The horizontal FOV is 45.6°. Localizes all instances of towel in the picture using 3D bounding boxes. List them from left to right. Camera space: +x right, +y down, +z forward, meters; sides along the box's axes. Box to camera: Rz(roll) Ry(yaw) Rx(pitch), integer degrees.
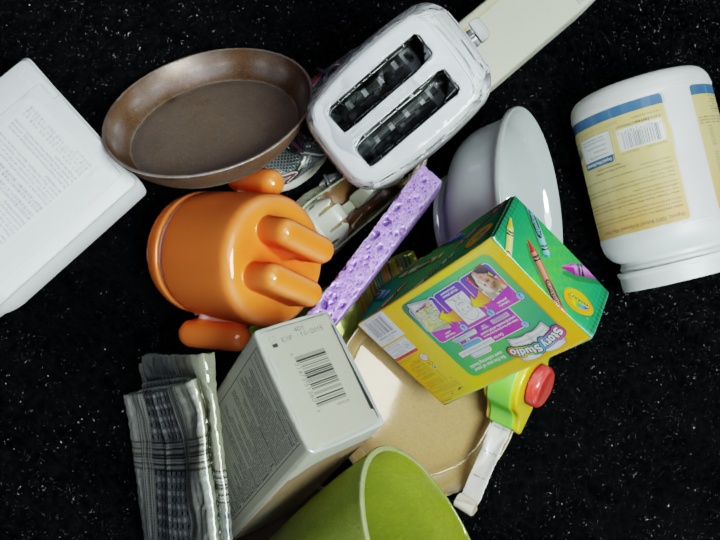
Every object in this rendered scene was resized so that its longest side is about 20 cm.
[{"bbox_3d":[-0.160,0.170,0.734,0.034,0.192,0.204,-3,84,-29],"label":"towel"},{"bbox_3d":[-0.018,0.056,0.859,0.198,0.018,0.087,-24,89,-13],"label":"towel"}]

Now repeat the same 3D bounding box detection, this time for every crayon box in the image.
[{"bbox_3d":[0.101,0.035,0.751,0.119,0.199,0.059,43,49,-10],"label":"crayon box"}]

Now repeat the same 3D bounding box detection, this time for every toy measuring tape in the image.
[{"bbox_3d":[0.133,0.135,0.823,0.073,0.074,0.202,28,83,-8],"label":"toy measuring tape"}]

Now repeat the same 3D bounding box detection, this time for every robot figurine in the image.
[{"bbox_3d":[-0.116,-0.011,0.767,0.116,0.198,0.146,-27,113,-40],"label":"robot figurine"}]

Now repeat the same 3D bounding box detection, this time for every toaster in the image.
[{"bbox_3d":[0.028,-0.145,0.750,0.199,0.129,0.114,-38,94,7],"label":"toaster"}]

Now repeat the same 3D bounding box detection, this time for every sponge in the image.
[{"bbox_3d":[0.000,0.000,0.803,0.030,0.112,0.201,38,76,2],"label":"sponge"}]

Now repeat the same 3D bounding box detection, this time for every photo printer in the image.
[{"bbox_3d":[-0.323,-0.067,0.780,0.200,0.069,0.167,-45,95,-12],"label":"photo printer"}]

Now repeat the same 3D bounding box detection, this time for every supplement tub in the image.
[{"bbox_3d":[0.305,-0.090,0.876,0.142,0.145,0.203,-12,87,-13],"label":"supplement tub"}]

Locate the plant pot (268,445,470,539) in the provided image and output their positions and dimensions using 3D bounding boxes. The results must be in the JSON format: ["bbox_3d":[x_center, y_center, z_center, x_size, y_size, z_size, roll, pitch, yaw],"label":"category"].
[{"bbox_3d":[-0.024,0.268,0.675,0.198,0.187,0.189,-31,91,19],"label":"plant pot"}]

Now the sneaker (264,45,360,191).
[{"bbox_3d":[-0.040,-0.161,0.847,0.081,0.075,0.200,45,78,-4],"label":"sneaker"}]

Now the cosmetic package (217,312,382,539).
[{"bbox_3d":[-0.070,0.133,0.708,0.070,0.200,0.106,-14,66,-35],"label":"cosmetic package"}]

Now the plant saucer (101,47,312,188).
[{"bbox_3d":[-0.138,-0.139,0.794,0.197,0.035,0.202,-5,46,5],"label":"plant saucer"}]

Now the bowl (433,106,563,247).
[{"bbox_3d":[0.130,-0.051,0.840,0.089,0.200,0.205,-6,84,29],"label":"bowl"}]

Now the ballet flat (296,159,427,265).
[{"bbox_3d":[-0.014,-0.068,0.849,0.199,0.062,0.068,-41,93,-12],"label":"ballet flat"}]

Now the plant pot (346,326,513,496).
[{"bbox_3d":[0.064,0.124,0.857,0.197,0.027,0.204,0,90,-15],"label":"plant pot"}]

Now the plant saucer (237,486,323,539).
[{"bbox_3d":[-0.058,0.300,0.777,0.197,0.035,0.204,-4,67,9],"label":"plant saucer"}]

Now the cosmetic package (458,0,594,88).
[{"bbox_3d":[0.141,-0.237,0.879,0.199,0.105,0.071,-41,92,-14],"label":"cosmetic package"}]
